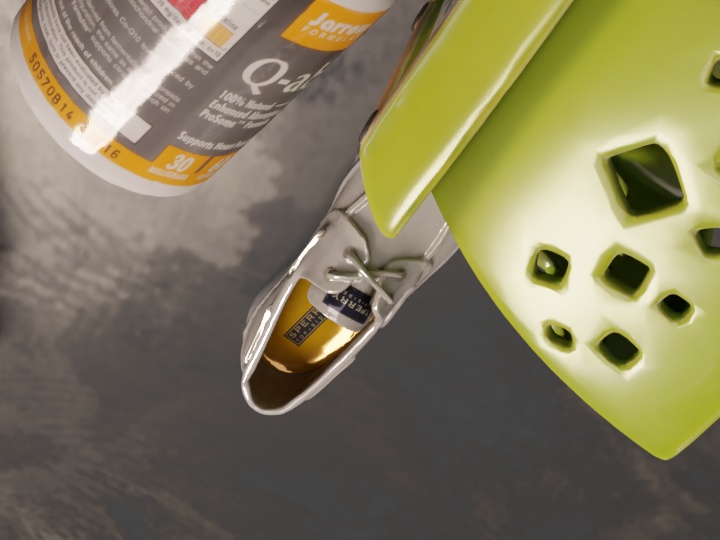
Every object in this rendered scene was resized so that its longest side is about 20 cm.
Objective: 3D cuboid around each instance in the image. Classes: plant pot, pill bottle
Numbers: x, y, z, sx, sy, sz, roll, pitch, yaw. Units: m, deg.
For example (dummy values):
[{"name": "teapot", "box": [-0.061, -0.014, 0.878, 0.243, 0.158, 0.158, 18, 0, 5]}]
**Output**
[{"name": "plant pot", "box": [0.120, -0.080, 0.702, 0.181, 0.199, 0.200, 32, 125, -6]}, {"name": "pill bottle", "box": [-0.051, -0.131, 0.734, 0.116, 0.117, 0.200, 39, 123, -19]}]

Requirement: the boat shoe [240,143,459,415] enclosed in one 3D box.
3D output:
[{"name": "boat shoe", "box": [0.000, 0.000, 0.849, 0.071, 0.070, 0.200, 34, 124, -15]}]
